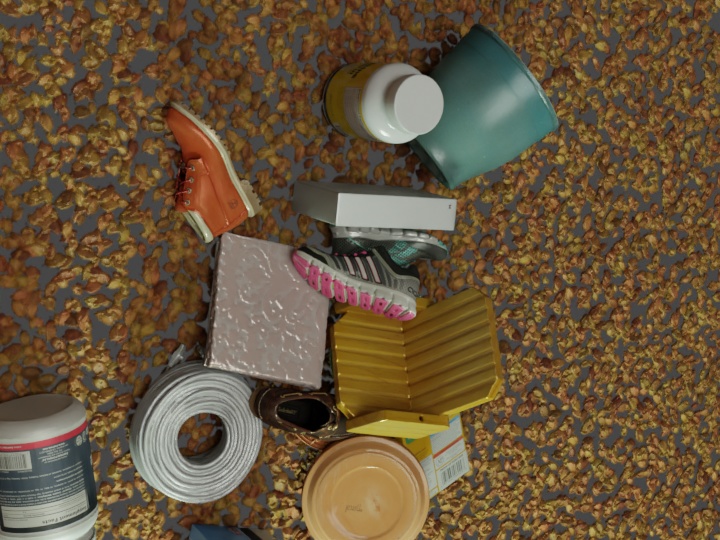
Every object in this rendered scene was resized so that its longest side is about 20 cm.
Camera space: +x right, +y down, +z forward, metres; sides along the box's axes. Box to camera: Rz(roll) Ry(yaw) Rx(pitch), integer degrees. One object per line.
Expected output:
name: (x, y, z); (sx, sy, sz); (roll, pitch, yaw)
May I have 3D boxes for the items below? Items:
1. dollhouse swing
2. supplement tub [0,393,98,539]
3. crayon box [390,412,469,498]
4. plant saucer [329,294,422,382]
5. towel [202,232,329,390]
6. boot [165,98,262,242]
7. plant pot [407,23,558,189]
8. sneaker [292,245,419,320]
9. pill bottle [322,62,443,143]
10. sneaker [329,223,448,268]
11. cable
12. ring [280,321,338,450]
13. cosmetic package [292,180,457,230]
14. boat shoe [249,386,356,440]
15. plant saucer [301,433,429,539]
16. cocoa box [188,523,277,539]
dollhouse swing: (0.079, 0.119, 1.685); (0.180, 0.176, 0.203); (10, 62, -30)
supplement tub: (-0.421, 0.276, 1.530); (0.139, 0.140, 0.203); (-10, 103, -27)
crayon box: (0.101, 0.256, 1.840); (0.125, 0.051, 0.202); (-29, 121, -32)
plant saucer: (0.034, 0.122, 1.822); (0.198, 0.027, 0.203); (-5, 100, -29)
towel: (-0.131, 0.059, 1.687); (0.189, 0.032, 0.203); (13, 74, -29)
boot: (-0.227, -0.135, 1.612); (0.107, 0.075, 0.201); (-36, 114, -13)
plant pot: (0.163, -0.231, 1.752); (0.187, 0.200, 0.201); (-40, 115, 0)
sneaker: (0.000, 0.000, 1.691); (0.198, 0.074, 0.088); (21, 64, 8)
pill bottle: (0.034, -0.240, 1.662); (0.111, 0.199, 0.114); (-5, 101, -28)
sneaker: (0.039, -0.022, 1.774); (0.197, 0.077, 0.093); (8, 92, -22)
cable: (-0.231, 0.232, 1.668); (0.200, 0.069, 0.201); (43, 77, -27)
ring: (-0.029, 0.179, 1.771); (0.198, 0.019, 0.204); (-5, 100, -29)
cosmetic package: (0.019, -0.096, 1.707); (0.198, 0.150, 0.052); (1, 98, -28)
boat shoe: (-0.066, 0.212, 1.697); (0.198, 0.070, 0.071); (12, 85, -39)
plant saucer: (0.008, 0.350, 1.772); (0.197, 0.032, 0.203); (-1, 98, -4)
cocoa box: (-0.167, 0.462, 1.666); (0.130, 0.199, 0.135); (12, 93, -29)
